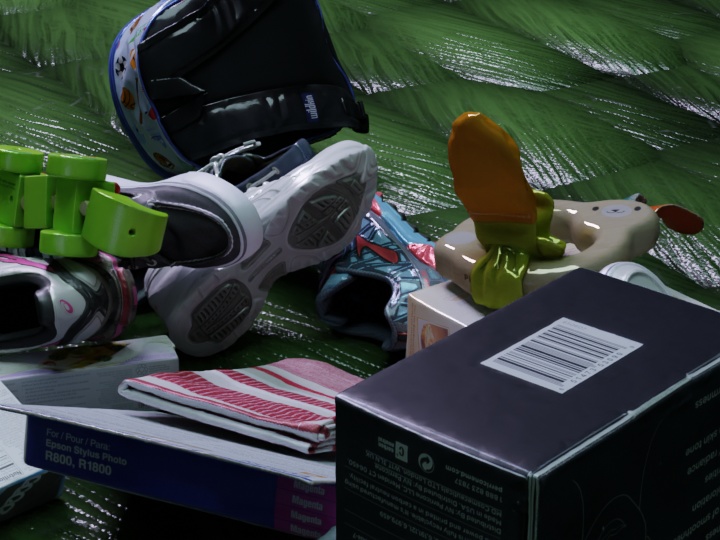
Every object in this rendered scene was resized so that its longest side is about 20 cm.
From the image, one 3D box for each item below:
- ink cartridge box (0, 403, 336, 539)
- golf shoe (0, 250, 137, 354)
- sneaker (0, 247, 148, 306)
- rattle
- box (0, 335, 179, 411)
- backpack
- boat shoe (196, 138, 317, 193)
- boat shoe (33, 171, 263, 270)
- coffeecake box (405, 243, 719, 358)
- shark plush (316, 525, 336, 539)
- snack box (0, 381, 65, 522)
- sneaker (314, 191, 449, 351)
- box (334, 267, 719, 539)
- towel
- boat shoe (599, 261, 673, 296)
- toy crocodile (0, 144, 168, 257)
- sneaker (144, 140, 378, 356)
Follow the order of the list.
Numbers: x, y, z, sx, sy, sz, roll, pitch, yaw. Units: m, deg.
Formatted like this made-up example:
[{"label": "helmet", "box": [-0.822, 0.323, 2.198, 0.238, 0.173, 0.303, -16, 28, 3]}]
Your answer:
[{"label": "ink cartridge box", "box": [-0.081, 0.114, 1.053, 0.196, 0.043, 0.200, 11, 0, 22]}, {"label": "golf shoe", "box": [-0.250, 0.021, 1.255, 0.199, 0.073, 0.092, -8, 0, 34]}, {"label": "sneaker", "box": [-0.236, -0.016, 1.404, 0.199, 0.070, 0.109, 3, 22, -2]}, {"label": "rattle", "box": [0.143, -0.062, 1.256, 0.199, 0.143, 0.130, -20, 12, -24]}, {"label": "box", "box": [-0.218, 0.078, 1.228, 0.199, 0.042, 0.039, -8, 24, -16]}, {"label": "backpack", "box": [-0.122, -0.169, 1.622, 0.190, 0.201, 0.154, -28, 5, -35]}, {"label": "boat shoe", "box": [-0.091, -0.064, 1.455, 0.075, 0.062, 0.200, -41, 19, -28]}, {"label": "boat shoe", "box": [-0.156, -0.029, 1.276, 0.200, 0.070, 0.066, 12, 36, 37]}, {"label": "coffeecake box", "box": [0.150, 0.061, 1.232, 0.153, 0.073, 0.200, -16, 29, -33]}, {"label": "shark plush", "box": [-0.065, 0.184, 0.909, 0.200, 0.083, 0.091, -21, 65, -33]}, {"label": "snack box", "box": [-0.285, 0.119, 1.095, 0.200, 0.037, 0.116, -21, 53, -40]}, {"label": "sneaker", "box": [0.000, 0.000, 1.364, 0.095, 0.080, 0.200, -17, 29, -30]}, {"label": "box", "box": [0.094, 0.130, 0.923, 0.124, 0.197, 0.200, 19, 30, 38]}, {"label": "towel", "box": [-0.038, 0.080, 1.168, 0.144, 0.023, 0.200, 13, 6, 27]}, {"label": "boat shoe", "box": [0.200, 0.072, 1.092, 0.073, 0.065, 0.200, -14, 66, -32]}, {"label": "toy crocodile", "box": [-0.204, -0.045, 1.246, 0.062, 0.068, 0.200, 2, 5, -42]}, {"label": "sneaker", "box": [-0.078, -0.034, 1.342, 0.200, 0.078, 0.099, -39, 46, -12]}]
